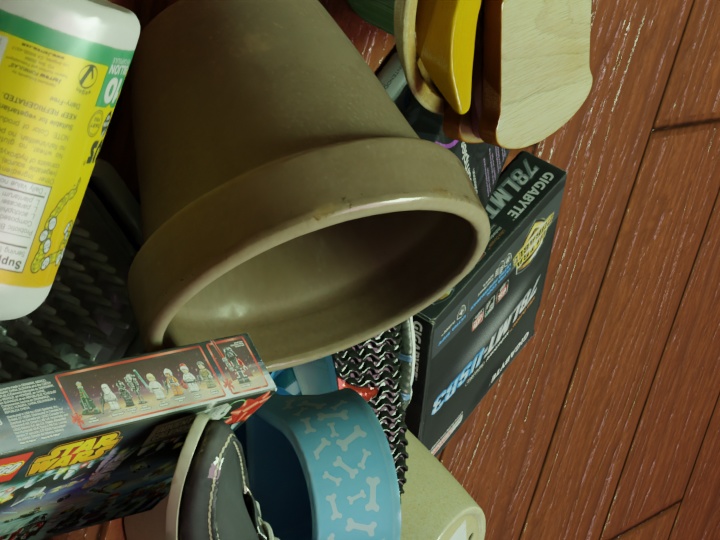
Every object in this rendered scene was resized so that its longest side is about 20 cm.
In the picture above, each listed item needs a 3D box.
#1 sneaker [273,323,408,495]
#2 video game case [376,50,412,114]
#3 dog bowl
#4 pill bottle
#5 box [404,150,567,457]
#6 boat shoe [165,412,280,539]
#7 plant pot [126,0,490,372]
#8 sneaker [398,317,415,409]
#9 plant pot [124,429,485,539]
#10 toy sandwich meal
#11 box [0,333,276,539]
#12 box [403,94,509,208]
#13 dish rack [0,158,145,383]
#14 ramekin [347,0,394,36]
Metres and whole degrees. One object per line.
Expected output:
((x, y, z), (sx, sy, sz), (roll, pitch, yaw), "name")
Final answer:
((-0.025, 0.081, 1.267), (0.070, 0.093, 0.202), (-10, 107, -37), "sneaker")
((0.006, -0.030, 1.454), (0.181, 0.025, 0.201), (-54, 152, -22), "video game case")
((-0.043, 0.115, 1.177), (0.049, 0.200, 0.113), (-8, 106, -26), "dog bowl")
((-0.188, -0.046, 0.978), (0.113, 0.112, 0.202), (7, 105, -63), "pill bottle")
((0.084, 0.037, 1.606), (0.200, 0.049, 0.200), (-46, 154, -36), "box")
((-0.060, 0.149, 1.088), (0.201, 0.062, 0.073), (86, 21, -47), "boat shoe")
((-0.048, -0.062, 1.124), (0.198, 0.176, 0.201), (-18, 159, -7), "plant pot")
((0.000, 0.000, 1.316), (0.077, 0.075, 0.202), (-19, 99, -72), "sneaker")
((-0.023, 0.156, 1.361), (0.187, 0.199, 0.189), (-42, 145, -39), "plant pot")
((0.092, -0.168, 1.223), (0.205, 0.070, 0.207), (-41, 144, -39), "toy sandwich meal")
((-0.155, 0.098, 1.062), (0.199, 0.040, 0.137), (-11, 154, -47), "box")
((0.076, -0.108, 1.458), (0.144, 0.036, 0.201), (75, 33, -51), "box")
((-0.186, 0.044, 1.136), (0.201, 0.043, 0.172), (-57, 152, -17), "dish rack")
((0.071, -0.232, 1.322), (0.200, 0.097, 0.201), (-43, 146, -38), "ramekin")
